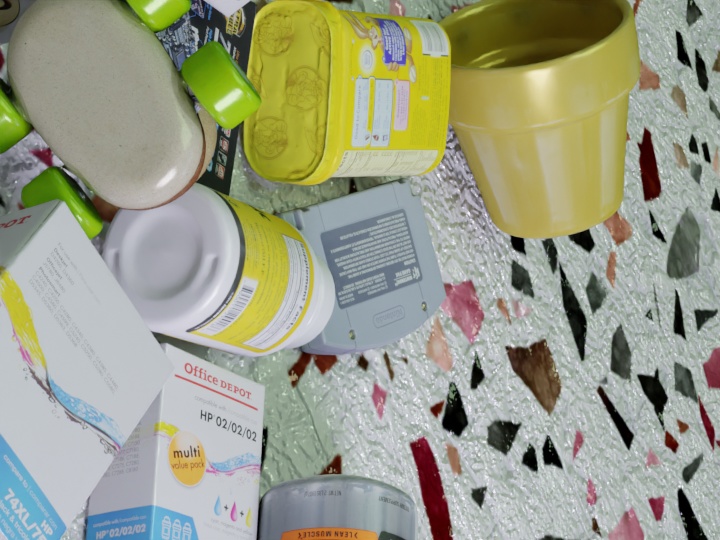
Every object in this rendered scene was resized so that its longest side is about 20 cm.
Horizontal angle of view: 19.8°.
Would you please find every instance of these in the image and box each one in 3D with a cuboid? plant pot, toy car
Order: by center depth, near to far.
[{"bbox_3d":[-0.156,-0.109,1.414,0.158,0.164,0.200,54,5,6],"label":"toy car"},{"bbox_3d":[0.170,-0.142,1.925,0.201,0.200,0.190,-49,133,-50],"label":"plant pot"}]

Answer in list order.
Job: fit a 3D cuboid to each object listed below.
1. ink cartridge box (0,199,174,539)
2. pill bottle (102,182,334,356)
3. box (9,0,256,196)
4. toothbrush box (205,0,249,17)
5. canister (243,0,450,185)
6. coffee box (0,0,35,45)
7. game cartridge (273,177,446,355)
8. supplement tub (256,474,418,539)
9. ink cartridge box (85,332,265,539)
[{"bbox_3d":[-0.245,0.081,1.291,0.146,0.146,0.200,58,39,-24],"label":"ink cartridge box"},{"bbox_3d":[-0.098,0.005,1.544,0.200,0.111,0.112,24,59,-63],"label":"pill bottle"},{"bbox_3d":[-0.167,-0.169,1.571,0.198,0.049,0.201,37,50,-44],"label":"box"},{"bbox_3d":[-0.092,-0.322,1.596,0.085,0.146,0.201,30,36,-45],"label":"toothbrush box"},{"bbox_3d":[-0.006,-0.148,1.740,0.200,0.086,0.150,-5,100,-57],"label":"canister"},{"bbox_3d":[-0.283,-0.243,1.377,0.200,0.113,0.080,42,47,-40],"label":"coffee box"},{"bbox_3d":[0.000,0.000,1.761,0.200,0.041,0.134,-18,98,-55],"label":"game cartridge"},{"bbox_3d":[-0.020,0.260,1.496,0.122,0.122,0.201,32,51,-45],"label":"supplement tub"},{"bbox_3d":[-0.132,0.128,1.502,0.115,0.068,0.201,27,57,-48],"label":"ink cartridge box"}]
